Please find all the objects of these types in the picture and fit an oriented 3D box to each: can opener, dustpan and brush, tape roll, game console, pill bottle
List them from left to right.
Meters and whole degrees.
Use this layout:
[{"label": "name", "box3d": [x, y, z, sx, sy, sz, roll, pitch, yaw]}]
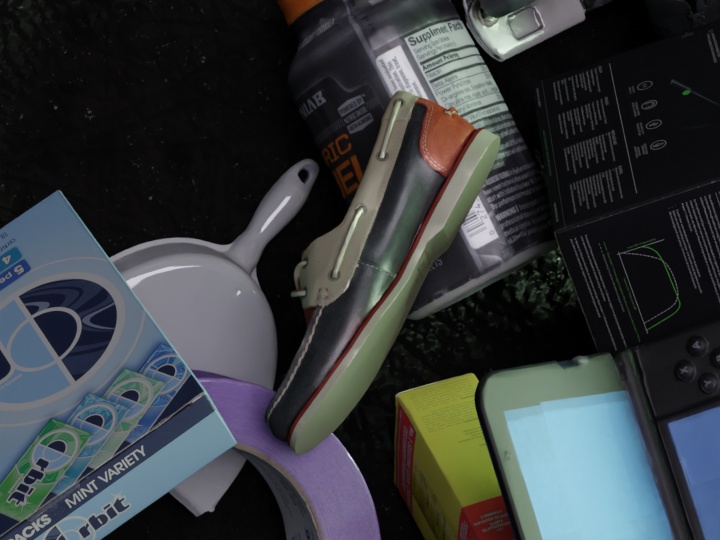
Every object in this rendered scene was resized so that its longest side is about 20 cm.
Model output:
[{"label": "tape roll", "box3d": [-0.092, 0.154, 1.351, 0.199, 0.066, 0.202, -1, 92, -19]}, {"label": "dustpan and brush", "box3d": [-0.079, 0.016, 1.417, 0.139, 0.057, 0.200, 42, 78, -16]}, {"label": "pill bottle", "box3d": [0.027, -0.083, 1.430, 0.106, 0.106, 0.201, -26, 86, -18]}, {"label": "can opener", "box3d": [0.139, -0.178, 1.464, 0.199, 0.067, 0.054, -28, 95, -32]}, {"label": "game console", "box3d": [0.173, 0.123, 1.260, 0.170, 0.118, 0.201, -20, 80, 15]}]

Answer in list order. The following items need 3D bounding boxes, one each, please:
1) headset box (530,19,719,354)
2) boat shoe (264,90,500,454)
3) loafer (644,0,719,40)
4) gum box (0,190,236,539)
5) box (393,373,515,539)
[{"label": "headset box", "box3d": [0.203, -0.057, 1.384, 0.199, 0.174, 0.093, -19, 119, 9]}, {"label": "boat shoe", "box3d": [0.000, 0.000, 1.331, 0.062, 0.071, 0.201, 28, 78, 10]}, {"label": "loafer", "box3d": [0.189, -0.159, 1.462, 0.070, 0.202, 0.068, -2, 36, -13]}, {"label": "gum box", "box3d": [-0.178, 0.068, 1.295, 0.169, 0.200, 0.045, -35, 131, -7]}, {"label": "box", "box3d": [0.075, 0.148, 1.358, 0.050, 0.076, 0.200, -13, 44, -15]}]
